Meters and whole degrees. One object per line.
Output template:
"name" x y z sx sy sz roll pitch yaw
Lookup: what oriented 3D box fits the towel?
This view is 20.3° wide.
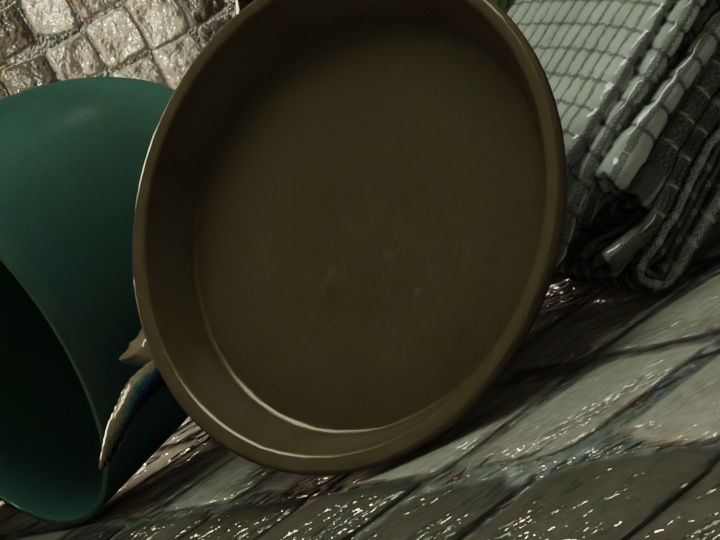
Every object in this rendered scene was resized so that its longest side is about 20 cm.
"towel" 0.120 -0.081 0.839 0.201 0.085 0.165 -57 18 -5

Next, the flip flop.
"flip flop" 0.007 -0.098 0.846 0.081 0.201 0.057 -46 -39 17

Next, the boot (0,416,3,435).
"boot" -0.275 0.128 1.113 0.198 0.077 0.155 -17 -11 -8

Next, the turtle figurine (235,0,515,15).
"turtle figurine" 0.014 -0.092 0.952 0.143 0.200 0.195 5 59 39

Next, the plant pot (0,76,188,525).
"plant pot" -0.139 -0.002 1.004 0.161 0.202 0.200 -38 11 -33

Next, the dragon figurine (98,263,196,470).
"dragon figurine" -0.046 0.040 0.875 0.059 0.099 0.200 -52 7 22

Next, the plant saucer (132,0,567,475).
"plant saucer" -0.004 -0.021 0.780 0.199 0.202 0.029 -26 -24 27
